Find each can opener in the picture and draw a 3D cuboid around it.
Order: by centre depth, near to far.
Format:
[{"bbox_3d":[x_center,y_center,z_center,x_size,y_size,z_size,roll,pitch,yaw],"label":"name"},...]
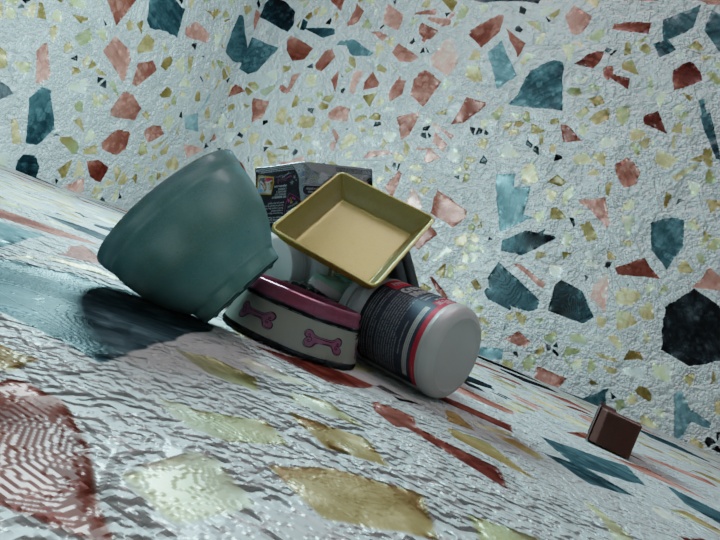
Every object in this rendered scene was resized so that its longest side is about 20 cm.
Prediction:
[{"bbox_3d":[0.095,0.054,0.913,0.066,0.053,0.202,6,-52,40],"label":"can opener"}]

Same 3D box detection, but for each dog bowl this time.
[{"bbox_3d":[-0.087,0.066,0.738,0.198,0.074,0.200,22,-1,0],"label":"dog bowl"}]

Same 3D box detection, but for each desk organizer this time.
[{"bbox_3d":[0.503,0.315,1.042,0.076,0.072,0.200,24,0,27],"label":"desk organizer"}]

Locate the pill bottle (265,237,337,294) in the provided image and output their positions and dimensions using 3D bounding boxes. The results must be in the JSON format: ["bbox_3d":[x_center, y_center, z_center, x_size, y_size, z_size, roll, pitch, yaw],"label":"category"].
[{"bbox_3d":[-0.078,-0.016,0.971,0.119,0.121,0.199,20,17,40],"label":"pill bottle"}]

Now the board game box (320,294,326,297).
[{"bbox_3d":[-0.100,0.063,0.978,0.198,0.035,0.126,22,22,0],"label":"board game box"}]

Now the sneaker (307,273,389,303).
[{"bbox_3d":[0.000,0.000,0.898,0.199,0.119,0.073,14,9,-46],"label":"sneaker"}]

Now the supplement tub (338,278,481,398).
[{"bbox_3d":[0.070,0.094,0.802,0.199,0.142,0.140,21,-1,42],"label":"supplement tub"}]

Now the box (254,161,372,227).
[{"bbox_3d":[-0.081,-0.136,0.984,0.131,0.116,0.199,2,7,37],"label":"box"}]

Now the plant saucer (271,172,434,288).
[{"bbox_3d":[-0.010,-0.061,0.850,0.199,0.200,0.049,29,-41,18],"label":"plant saucer"}]

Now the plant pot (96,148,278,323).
[{"bbox_3d":[-0.184,-0.024,0.623,0.134,0.200,0.200,49,-4,-5],"label":"plant pot"}]

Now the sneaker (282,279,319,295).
[{"bbox_3d":[-0.144,0.048,0.875,0.198,0.078,0.080,22,-10,-2],"label":"sneaker"}]
